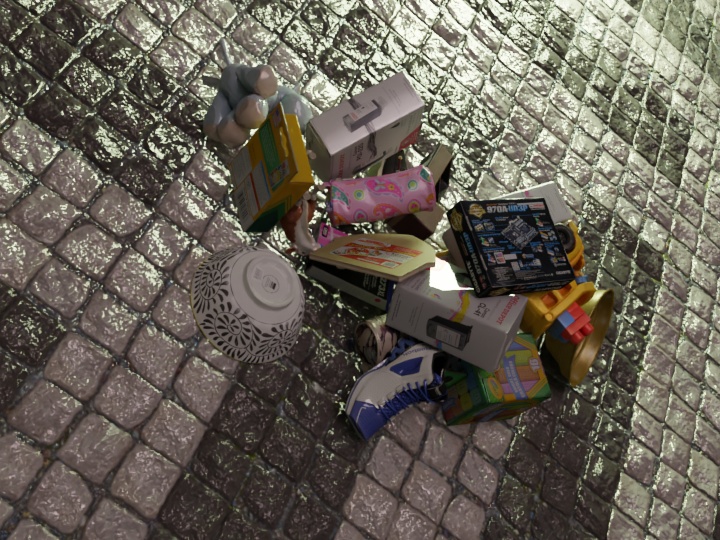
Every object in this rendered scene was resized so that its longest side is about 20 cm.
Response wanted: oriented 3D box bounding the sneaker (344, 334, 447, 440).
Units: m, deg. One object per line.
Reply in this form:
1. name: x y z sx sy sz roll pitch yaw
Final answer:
1. sneaker: 0.073 0.188 1.516 0.200 0.115 0.081 -47 129 -21

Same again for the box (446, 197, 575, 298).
1. box: 0.255 -0.041 1.593 0.198 0.046 0.161 -5 67 -34

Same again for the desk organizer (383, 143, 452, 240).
1. desk organizer: 0.127 -0.143 1.806 0.077 0.072 0.201 41 49 -11

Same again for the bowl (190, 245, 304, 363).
1. bowl: -0.159 0.035 1.495 0.199 0.094 0.203 17 56 -27

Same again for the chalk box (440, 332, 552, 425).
1. chalk box: 0.209 0.190 1.643 0.198 0.124 0.125 -1 66 -34

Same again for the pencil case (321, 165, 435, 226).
1. pencil case: 0.033 -0.132 1.670 0.197 0.088 0.088 -9 67 -4

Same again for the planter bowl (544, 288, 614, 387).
1. planter bowl: 0.410 0.114 1.820 0.083 0.202 0.200 23 43 26

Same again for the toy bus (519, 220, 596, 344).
1. toy bus: 0.355 0.037 1.708 0.199 0.136 0.192 -37 74 -25

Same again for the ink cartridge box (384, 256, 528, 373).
1. ink cartridge box: 0.161 0.066 1.569 0.198 0.086 0.148 22 30 15

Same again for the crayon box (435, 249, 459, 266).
1. crayon box: 0.211 0.016 1.788 0.198 0.052 0.127 -14 74 -40

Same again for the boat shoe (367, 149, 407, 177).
1. boat shoe: 0.053 -0.194 1.783 0.063 0.074 0.203 26 58 -20

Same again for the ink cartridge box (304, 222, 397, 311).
1. ink cartridge box: 0.000 0.000 1.665 0.198 0.037 0.096 27 52 -23

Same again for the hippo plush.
1. hippo plush: -0.177 -0.275 1.651 0.160 0.161 0.200 24 9 -43

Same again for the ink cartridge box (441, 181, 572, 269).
1. ink cartridge box: 0.270 -0.081 1.753 0.198 0.144 0.085 -16 74 -39

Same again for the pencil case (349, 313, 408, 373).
1. pencil case: 0.077 0.111 1.628 0.198 0.090 0.078 -12 44 -39

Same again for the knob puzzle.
1. knob puzzle: 0.038 -0.022 1.591 0.218 0.219 0.031 -14 115 -38

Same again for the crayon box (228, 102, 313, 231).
1. crayon box: -0.141 -0.163 1.535 0.051 0.200 0.127 -1 66 -34

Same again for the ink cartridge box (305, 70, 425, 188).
1. ink cartridge box: 0.006 -0.246 1.677 0.198 0.146 0.085 -28 74 -13

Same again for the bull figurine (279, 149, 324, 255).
1. bull figurine: -0.109 -0.125 1.605 0.064 0.122 0.202 -5 61 -33
